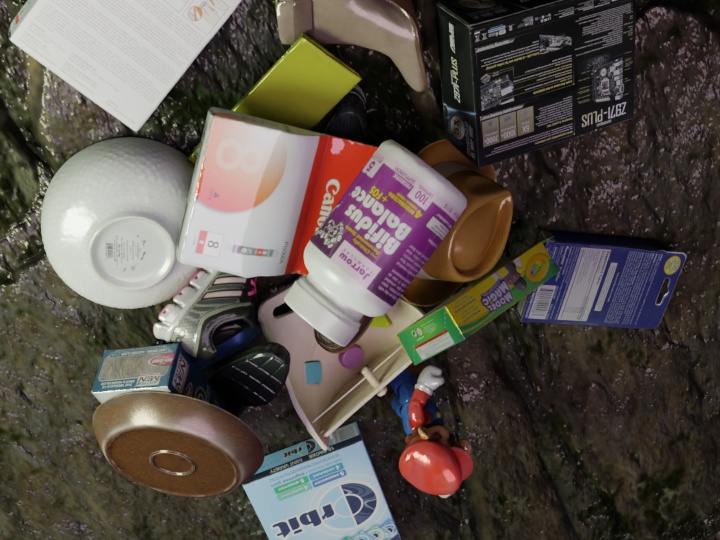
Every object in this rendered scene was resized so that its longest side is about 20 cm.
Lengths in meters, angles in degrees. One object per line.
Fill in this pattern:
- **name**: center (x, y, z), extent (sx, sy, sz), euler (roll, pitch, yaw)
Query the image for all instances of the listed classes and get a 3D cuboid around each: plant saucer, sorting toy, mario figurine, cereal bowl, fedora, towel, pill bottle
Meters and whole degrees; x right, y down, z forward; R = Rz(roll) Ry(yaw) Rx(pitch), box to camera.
- **plant saucer**: center (-0.208, 0.204, 1.278), extent (0.198, 0.035, 0.201), euler (7, 141, 5)
- **sorting toy**: center (-0.029, 0.076, 1.375), extent (0.199, 0.107, 0.181), euler (-39, 110, -7)
- **mario figurine**: center (0.096, 0.199, 1.417), extent (0.106, 0.201, 0.123), euler (-40, 123, 14)
- **cereal bowl**: center (-0.252, -0.039, 1.253), extent (0.198, 0.084, 0.202), euler (-7, 124, -10)
- **fedora**: center (0.113, -0.050, 1.286), extent (0.199, 0.081, 0.203), euler (-17, 114, -42)
- **towel**: center (-0.094, -0.165, 1.227), extent (0.086, 0.018, 0.200), euler (29, 124, -32)
- **pill bottle**: center (0.011, -0.025, 1.180), extent (0.112, 0.112, 0.201), euler (35, 93, -30)

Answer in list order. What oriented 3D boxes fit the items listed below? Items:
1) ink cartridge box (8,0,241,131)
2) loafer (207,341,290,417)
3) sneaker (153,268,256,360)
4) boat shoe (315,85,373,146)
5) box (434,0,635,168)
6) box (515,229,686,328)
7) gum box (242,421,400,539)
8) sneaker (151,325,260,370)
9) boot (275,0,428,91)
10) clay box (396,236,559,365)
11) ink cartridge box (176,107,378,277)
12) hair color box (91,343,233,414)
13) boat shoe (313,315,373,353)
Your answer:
- **ink cartridge box**: center (-0.231, -0.266, 1.144), extent (0.162, 0.050, 0.200), euler (36, 99, -29)
- **loafer**: center (-0.137, 0.122, 1.344), extent (0.073, 0.073, 0.200), euler (38, 140, -15)
- **sneaker**: center (-0.139, 0.021, 1.281), extent (0.087, 0.074, 0.200), euler (40, 74, 3)
- **boat shoe**: center (-0.020, -0.106, 1.276), extent (0.074, 0.066, 0.201), euler (3, 121, -15)
- **box**: center (0.191, -0.225, 1.225), extent (0.198, 0.086, 0.165), euler (-19, 125, -14)
- **box**: center (0.307, 0.014, 1.455), extent (0.198, 0.033, 0.122), euler (5, 121, -15)
- **gum box**: center (-0.052, 0.318, 1.550), extent (0.168, 0.045, 0.201), euler (-21, 123, -1)
- **sneaker**: center (-0.217, 0.088, 1.358), extent (0.199, 0.070, 0.078), euler (-31, 101, 13)
- **boot**: center (-0.015, -0.262, 1.187), extent (0.145, 0.071, 0.202), euler (-14, 123, 3)
- **clay box**: center (0.147, 0.032, 1.331), extent (0.199, 0.115, 0.048), euler (-30, 87, -34)
- **ink cartridge box**: center (-0.081, -0.068, 1.202), extent (0.198, 0.050, 0.164), euler (12, 107, -12)
- **hair color box**: center (-0.212, 0.167, 1.308), extent (0.099, 0.061, 0.201), euler (-6, 140, 20)
- **boat shoe**: center (0.000, 0.000, 1.308), extent (0.070, 0.070, 0.202), euler (25, 87, 11)
